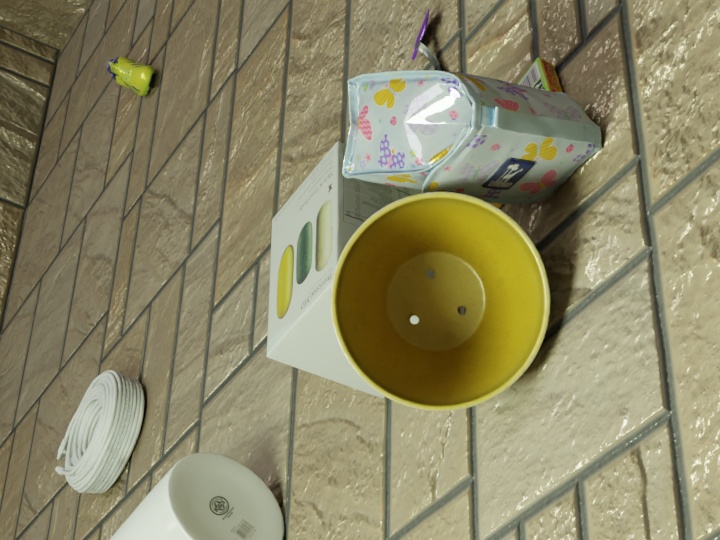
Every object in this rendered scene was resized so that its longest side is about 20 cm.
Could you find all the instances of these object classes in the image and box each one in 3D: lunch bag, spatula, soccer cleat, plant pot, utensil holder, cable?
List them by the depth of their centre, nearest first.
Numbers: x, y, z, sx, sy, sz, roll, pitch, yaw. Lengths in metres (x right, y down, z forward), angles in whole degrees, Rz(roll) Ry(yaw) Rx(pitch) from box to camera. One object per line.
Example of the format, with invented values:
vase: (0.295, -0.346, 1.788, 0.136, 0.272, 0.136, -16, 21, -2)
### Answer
plant pot: (0.074, 0.028, 1.465, 0.142, 0.200, 0.200, 17, -86, -89)
lunch bag: (0.105, -0.128, 1.476, 0.200, 0.170, 0.127, 2, 89, 50)
utensil holder: (-0.207, 0.335, 1.816, 0.200, 0.170, 0.170, -51, 29, 33)
spatula: (0.086, -0.252, 1.851, 0.200, 0.021, 0.057, -104, 29, -50)
cable: (-0.411, 0.261, 2.454, 0.200, 0.069, 0.200, -67, 24, 2)
soccer cleat: (-0.472, -0.399, 3.127, 0.065, 0.084, 0.200, -67, 23, 3)

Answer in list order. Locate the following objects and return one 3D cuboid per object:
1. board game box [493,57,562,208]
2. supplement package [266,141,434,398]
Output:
board game box: (0.145, -0.118, 1.601, 0.200, 0.030, 0.096, -50, 30, 32)
supplement package: (0.000, 0.000, 1.661, 0.152, 0.151, 0.200, -47, 31, 40)
